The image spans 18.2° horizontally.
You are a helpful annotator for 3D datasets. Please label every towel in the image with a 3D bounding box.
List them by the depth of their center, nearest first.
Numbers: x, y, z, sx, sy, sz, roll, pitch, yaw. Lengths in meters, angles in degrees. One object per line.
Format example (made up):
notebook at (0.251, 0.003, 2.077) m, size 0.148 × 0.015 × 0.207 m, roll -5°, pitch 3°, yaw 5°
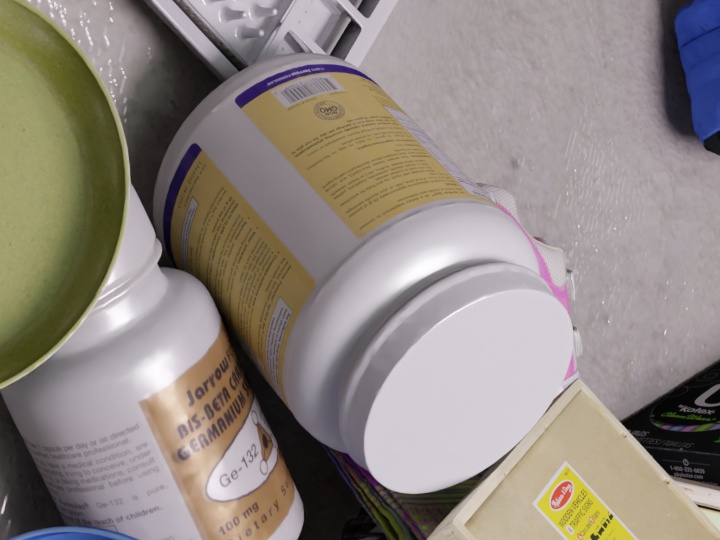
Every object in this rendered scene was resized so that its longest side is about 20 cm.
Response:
towel at (0.023, 0.083, 1.199) m, size 0.143 × 0.200 × 0.023 m, roll 5°, pitch 124°, yaw -46°

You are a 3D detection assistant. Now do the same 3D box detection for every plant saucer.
plant saucer at (-0.203, -0.035, 1.013) m, size 0.198 × 0.031 × 0.202 m, roll 1°, pitch 79°, yaw -6°

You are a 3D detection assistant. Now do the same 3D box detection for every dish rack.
dish rack at (-0.061, -0.188, 1.187) m, size 0.200 × 0.043 × 0.172 m, roll 46°, pitch 64°, yaw -35°

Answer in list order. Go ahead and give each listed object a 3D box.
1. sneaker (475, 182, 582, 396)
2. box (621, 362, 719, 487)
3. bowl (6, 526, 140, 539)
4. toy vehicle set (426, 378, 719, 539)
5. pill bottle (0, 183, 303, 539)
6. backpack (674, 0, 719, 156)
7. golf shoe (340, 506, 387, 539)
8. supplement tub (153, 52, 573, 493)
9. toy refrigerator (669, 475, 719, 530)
sneaker at (0.096, 0.029, 1.322) m, size 0.088 × 0.081 × 0.201 m, roll -52°, pitch 129°, yaw -31°
box at (0.277, 0.131, 1.449) m, size 0.199 × 0.148 × 0.125 m, roll -25°, pitch 108°, yaw -38°
bowl at (-0.131, 0.222, 1.052) m, size 0.039 × 0.199 × 0.203 m, roll 21°, pitch 78°, yaw -63°
toy vehicle set at (0.115, 0.141, 1.145) m, size 0.124 × 0.027 × 0.200 m, roll 48°, pitch 29°, yaw 3°
pill bottle at (-0.113, 0.061, 1.107) m, size 0.114 × 0.114 × 0.201 m, roll -39°, pitch 117°, yaw -34°
backpack at (0.300, -0.150, 1.451) m, size 0.199 × 0.162 × 0.169 m, roll -7°, pitch 76°, yaw -34°
golf shoe at (0.004, 0.164, 1.174) m, size 0.199 × 0.094 × 0.078 m, roll 15°, pitch 111°, yaw -51°
supplement tub at (0.000, 0.000, 1.126) m, size 0.145 × 0.200 × 0.146 m, roll -23°, pitch 139°, yaw -22°
toy refrigerator at (0.134, 0.147, 1.296) m, size 0.198 × 0.070 × 0.077 m, roll 14°, pitch 88°, yaw -4°
